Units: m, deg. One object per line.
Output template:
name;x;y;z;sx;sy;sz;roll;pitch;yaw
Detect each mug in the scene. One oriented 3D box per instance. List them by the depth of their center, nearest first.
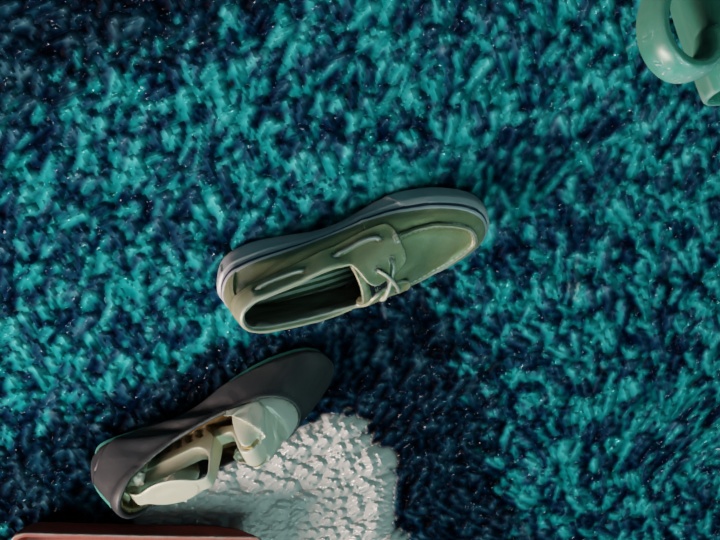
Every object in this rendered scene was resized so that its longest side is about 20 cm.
mug;0.263;-0.182;0.995;0.152;0.115;0.185;-20;174;30

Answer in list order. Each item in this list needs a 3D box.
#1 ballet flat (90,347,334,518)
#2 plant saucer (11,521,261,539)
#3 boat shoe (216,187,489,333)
ballet flat;-0.104;0.127;1.180;0.200;0.073;0.073;-25;131;1
plant saucer;-0.199;0.271;1.283;0.199;0.037;0.200;5;125;-23
boat shoe;0.000;0.000;1.117;0.199;0.062;0.072;-18;131;-6
